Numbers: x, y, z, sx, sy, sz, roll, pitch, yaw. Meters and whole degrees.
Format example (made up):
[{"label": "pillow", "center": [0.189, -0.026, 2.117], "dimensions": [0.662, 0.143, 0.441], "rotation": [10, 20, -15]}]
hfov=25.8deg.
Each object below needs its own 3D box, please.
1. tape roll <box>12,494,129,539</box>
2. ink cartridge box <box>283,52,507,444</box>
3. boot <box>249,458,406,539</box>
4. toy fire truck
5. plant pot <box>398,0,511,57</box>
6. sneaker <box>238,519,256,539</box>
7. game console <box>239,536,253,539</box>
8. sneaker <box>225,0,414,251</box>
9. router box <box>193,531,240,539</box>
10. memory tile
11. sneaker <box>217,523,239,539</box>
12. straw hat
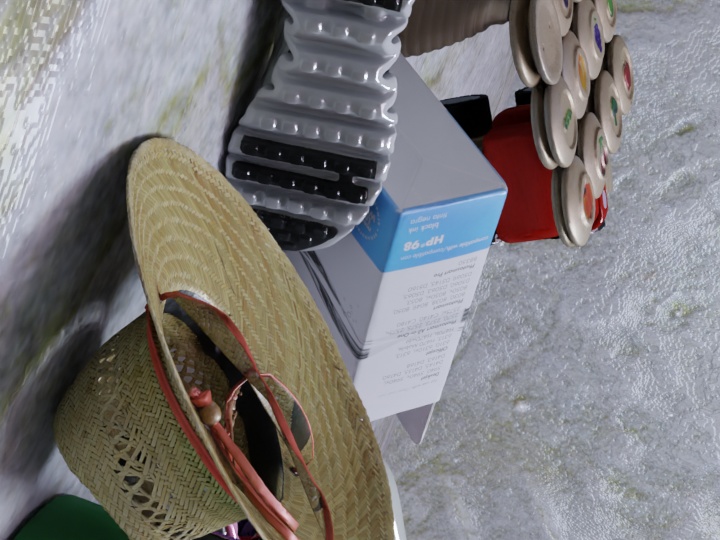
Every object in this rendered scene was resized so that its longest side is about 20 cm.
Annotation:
[{"label": "tape roll", "center": [-0.134, 0.193, 0.634], "dimensions": [0.200, 0.048, 0.202], "rotation": [20, 90, -83]}, {"label": "ink cartridge box", "center": [0.000, 0.000, 0.837], "dimensions": [0.066, 0.116, 0.201], "rotation": [-14, 140, -28]}, {"label": "boot", "center": [-0.016, 0.218, 0.889], "dimensions": [0.144, 0.072, 0.201], "rotation": [-45, 122, -46]}, {"label": "toy fire truck", "center": [0.049, -0.063, 0.943], "dimensions": [0.200, 0.174, 0.130], "rotation": [-38, 120, -68]}, {"label": "plant pot", "center": [0.054, -0.197, 0.862], "dimensions": [0.201, 0.092, 0.202], "rotation": [21, 90, -83]}, {"label": "sneaker", "center": [-0.063, 0.126, 0.943], "dimensions": [0.083, 0.080, 0.202], "rotation": [-23, 131, -65]}, {"label": "game console", "center": [-0.057, 0.245, 0.918], "dimensions": [0.199, 0.031, 0.179], "rotation": [14, 83, -57]}, {"label": "sneaker", "center": [-0.013, -0.096, 0.717], "dimensions": [0.081, 0.074, 0.201], "rotation": [-81, -173, -54]}, {"label": "router box", "center": [-0.051, 0.222, 0.659], "dimensions": [0.149, 0.051, 0.202], "rotation": [32, 74, -47]}, {"label": "memory tile", "center": [0.124, -0.121, 0.892], "dimensions": [0.200, 0.017, 0.154], "rotation": [-63, 142, -51]}, {"label": "sneaker", "center": [-0.094, 0.171, 0.797], "dimensions": [0.096, 0.078, 0.202], "rotation": [-94, -167, -67]}, {"label": "straw hat", "center": [-0.067, 0.056, 0.589], "dimensions": [0.085, 0.202, 0.201], "rotation": [-29, -177, 13]}]
